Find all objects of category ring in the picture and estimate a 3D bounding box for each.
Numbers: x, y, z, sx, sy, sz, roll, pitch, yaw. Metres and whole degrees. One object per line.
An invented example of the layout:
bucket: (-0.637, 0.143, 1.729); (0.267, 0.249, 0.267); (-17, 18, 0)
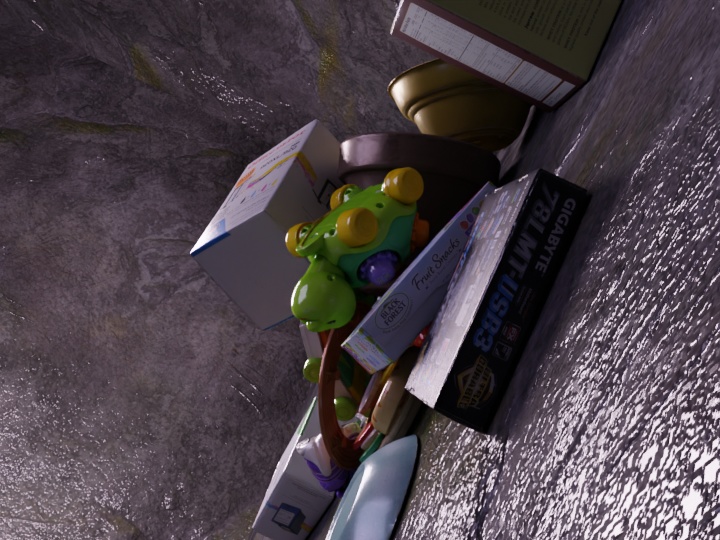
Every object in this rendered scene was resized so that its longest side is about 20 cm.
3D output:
ring: (-0.001, 0.139, 1.245); (0.200, 0.019, 0.204); (1, -90, -66)

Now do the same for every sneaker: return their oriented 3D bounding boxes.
sneaker: (-0.034, 0.247, 1.316); (0.080, 0.084, 0.200); (-23, -8, 7)

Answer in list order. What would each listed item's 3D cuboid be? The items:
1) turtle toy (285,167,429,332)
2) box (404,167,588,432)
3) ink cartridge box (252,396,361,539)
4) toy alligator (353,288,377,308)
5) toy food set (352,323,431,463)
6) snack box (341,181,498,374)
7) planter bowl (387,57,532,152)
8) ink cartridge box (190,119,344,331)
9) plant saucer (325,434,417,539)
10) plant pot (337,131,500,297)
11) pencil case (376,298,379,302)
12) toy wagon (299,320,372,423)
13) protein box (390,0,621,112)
turtle toy: (-0.006, -0.021, 1.092); (0.200, 0.102, 0.145); (-43, 18, -29)
box: (0.105, 0.024, 0.858); (0.199, 0.049, 0.202); (140, 155, -86)
ink cartridge box: (-0.084, 0.313, 1.572); (0.201, 0.087, 0.146); (-60, 5, 48)
toy alligator: (0.000, 0.000, 1.343); (0.059, 0.054, 0.201); (-37, 24, 19)
toy food set: (0.043, 0.124, 1.165); (0.199, 0.048, 0.201); (117, 176, -48)
snack box: (0.070, 0.012, 1.048); (0.200, 0.053, 0.142); (-48, -2, -13)
planter bowl: (0.134, -0.188, 1.229); (0.200, 0.197, 0.085); (127, 138, -77)
ink cartridge box: (-0.088, -0.059, 1.305); (0.146, 0.145, 0.201); (-26, 26, 37)
plant saucer: (-0.002, 0.249, 1.020); (0.201, 0.038, 0.203); (-154, 89, -88)
plant pot: (0.063, -0.056, 1.233); (0.200, 0.197, 0.177); (130, 148, -80)
pencil case: (0.069, 0.001, 1.408); (0.083, 0.090, 0.202); (-19, 43, 55)
toy wagon: (-0.017, 0.121, 1.324); (0.039, 0.201, 0.156); (-21, 30, 20)
protein box: (0.163, -0.307, 1.061); (0.135, 0.198, 0.201); (137, 158, -82)
